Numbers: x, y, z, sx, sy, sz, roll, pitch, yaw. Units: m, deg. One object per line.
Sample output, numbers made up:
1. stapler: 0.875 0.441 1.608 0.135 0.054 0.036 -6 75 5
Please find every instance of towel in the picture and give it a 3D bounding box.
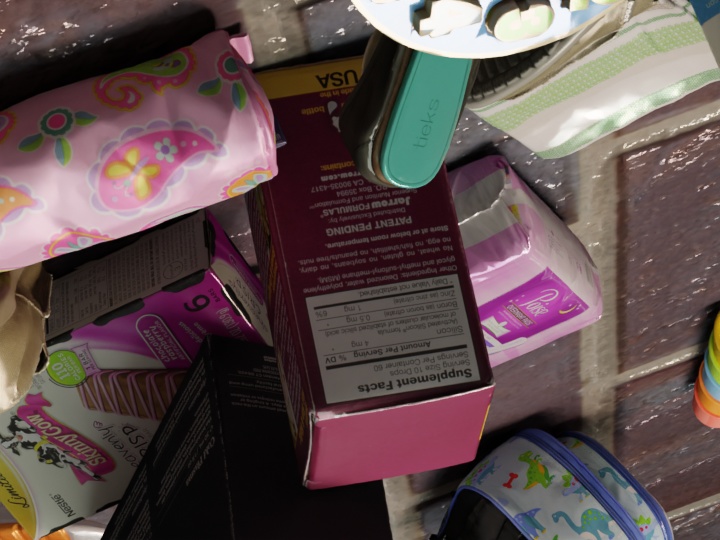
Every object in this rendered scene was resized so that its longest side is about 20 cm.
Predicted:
1. towel: 0.128 -0.119 1.708 0.149 0.031 0.200 -28 159 18

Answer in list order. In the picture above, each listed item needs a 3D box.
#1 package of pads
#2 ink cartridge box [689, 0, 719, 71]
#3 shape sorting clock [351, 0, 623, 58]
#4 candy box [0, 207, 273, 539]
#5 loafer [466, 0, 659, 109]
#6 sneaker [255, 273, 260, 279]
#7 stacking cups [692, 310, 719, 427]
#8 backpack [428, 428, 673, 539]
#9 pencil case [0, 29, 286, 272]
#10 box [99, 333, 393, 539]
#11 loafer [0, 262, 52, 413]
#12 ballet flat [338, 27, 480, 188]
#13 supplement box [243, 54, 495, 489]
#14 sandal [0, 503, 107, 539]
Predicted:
1. package of pads: 0.074 0.000 1.898 0.120 0.076 0.200 -23 160 12
2. ink cartridge box: 0.294 -0.106 1.654 0.144 0.201 0.147 -30 158 23
3. shape sorting clock: 0.079 -0.181 1.401 0.199 0.039 0.201 -18 135 -18
4. candy box: -0.144 0.064 1.778 0.199 0.061 0.137 -24 128 14
5. loafer: 0.122 -0.146 1.564 0.200 0.076 0.069 -35 152 34
6. sneaker: -0.095 0.045 1.864 0.199 0.080 0.079 14 142 -17
7. stacking cups: 0.296 0.082 2.351 0.060 0.061 0.200 -18 160 -7
8. backpack: 0.159 0.218 2.412 0.147 0.183 0.200 -39 162 -19
9. pencil case: -0.139 -0.057 1.525 0.199 0.088 0.087 -20 160 -3
10. box: -0.070 0.176 1.724 0.104 0.183 0.200 13 130 -20
11. loafer: -0.203 0.027 1.596 0.076 0.068 0.200 -12 -166 5
12. ballet flat: 0.040 -0.138 1.490 0.068 0.068 0.201 19 106 -38
13. supplement box: 0.000 0.000 1.629 0.103 0.201 0.131 -9 160 -8
14. sandal: -0.256 0.176 2.072 0.205 0.059 0.079 2 141 -2
